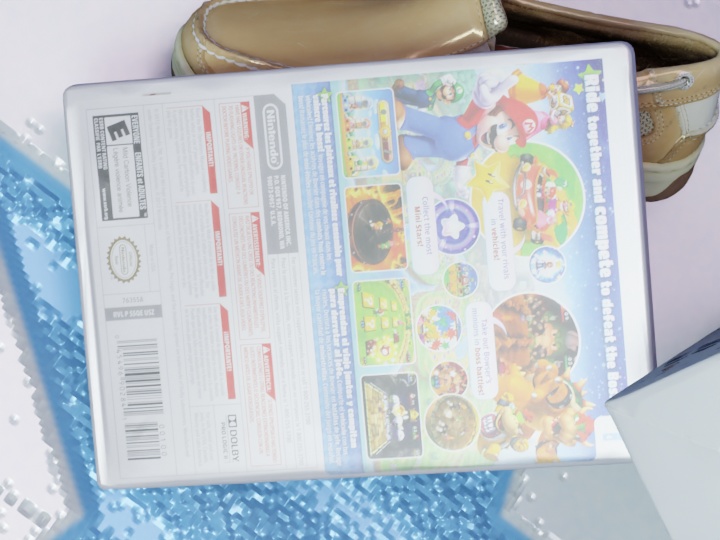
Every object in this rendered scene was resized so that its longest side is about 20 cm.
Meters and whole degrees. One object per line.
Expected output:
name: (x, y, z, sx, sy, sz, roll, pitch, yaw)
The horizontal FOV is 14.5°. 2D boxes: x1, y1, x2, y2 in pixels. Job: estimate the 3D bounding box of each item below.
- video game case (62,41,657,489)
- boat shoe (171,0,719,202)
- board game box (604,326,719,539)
video game case: (0.000, 0.000, 0.978, 0.199, 0.018, 0.144, -4, 95, 11)
boat shoe: (0.034, -0.080, 1.013, 0.199, 0.076, 0.072, 5, 49, -13)
board game box: (0.172, 0.080, 0.977, 0.064, 0.200, 0.148, -26, 88, 26)
